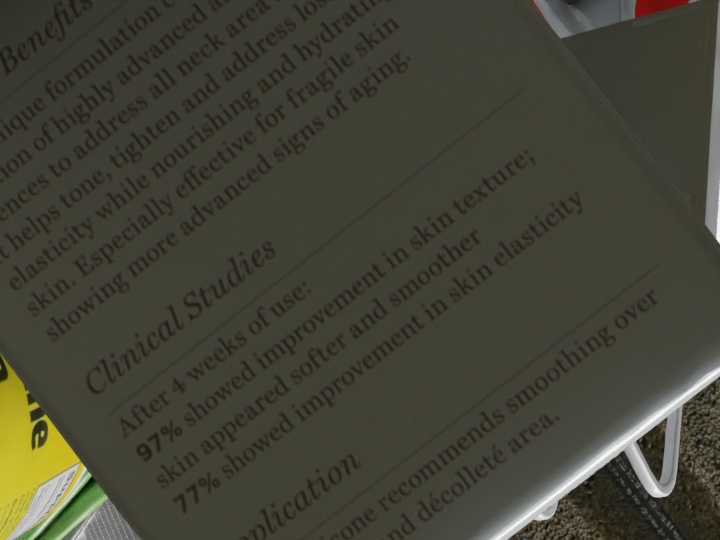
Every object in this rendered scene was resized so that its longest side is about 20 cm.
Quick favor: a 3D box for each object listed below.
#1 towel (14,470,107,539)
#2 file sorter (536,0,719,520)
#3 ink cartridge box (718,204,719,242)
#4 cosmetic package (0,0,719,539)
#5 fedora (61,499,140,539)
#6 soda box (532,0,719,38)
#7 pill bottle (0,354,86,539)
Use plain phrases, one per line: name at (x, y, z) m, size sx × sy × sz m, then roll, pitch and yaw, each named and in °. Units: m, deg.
towel at (-0.137, 0.050, 0.959) m, size 0.149 × 0.031 × 0.200 m, roll -41°, pitch -154°, yaw 8°
file sorter at (0.052, 0.012, 0.893) m, size 0.200 × 0.125 × 0.139 m, roll -14°, pitch -141°, yaw 23°
ink cartridge box at (0.205, -0.087, 1.148) m, size 0.200 × 0.162 × 0.050 m, roll -17°, pitch -144°, yaw -3°
cosmetic package at (-0.008, -0.013, 0.703) m, size 0.167 × 0.200 × 0.166 m, roll -37°, pitch 176°, yaw 6°
fedora at (-0.111, 0.094, 1.028) m, size 0.177 × 0.090 × 0.200 m, roll -48°, pitch -161°, yaw 18°
soda box at (0.100, -0.120, 0.997) m, size 0.068 × 0.063 × 0.200 m, roll -37°, pitch -161°, yaw 2°
pill bottle at (-0.150, 0.045, 0.780) m, size 0.112 × 0.113 × 0.200 m, roll -39°, pitch 177°, yaw 22°
